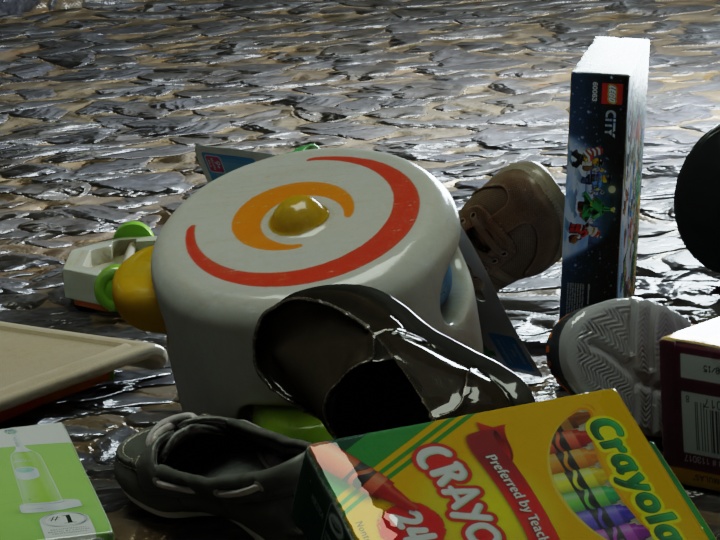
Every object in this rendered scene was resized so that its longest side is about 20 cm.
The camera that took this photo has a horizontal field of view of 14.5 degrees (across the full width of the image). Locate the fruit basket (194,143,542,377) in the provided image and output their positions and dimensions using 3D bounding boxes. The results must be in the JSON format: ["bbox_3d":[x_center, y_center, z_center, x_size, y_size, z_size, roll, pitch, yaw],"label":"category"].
[{"bbox_3d":[0.000,0.000,1.794,0.200,0.185,0.094,15,56,41],"label":"fruit basket"}]

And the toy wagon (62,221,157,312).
[{"bbox_3d":[-0.115,-0.003,2.066,0.200,0.040,0.155,-2,14,1],"label":"toy wagon"}]

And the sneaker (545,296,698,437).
[{"bbox_3d":[0.154,0.060,1.650,0.112,0.078,0.200,0,-9,45],"label":"sneaker"}]

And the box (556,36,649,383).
[{"bbox_3d":[0.155,-0.040,1.801,0.038,0.200,0.137,5,15,11],"label":"box"}]

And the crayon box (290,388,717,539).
[{"bbox_3d":[0.083,0.125,1.338,0.200,0.051,0.127,-9,46,-23],"label":"crayon box"}]

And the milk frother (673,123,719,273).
[{"bbox_3d":[0.337,-0.079,1.932,0.180,0.200,0.188,-5,13,-23],"label":"milk frother"}]

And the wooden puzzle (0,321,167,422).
[{"bbox_3d":[-0.254,0.067,1.824,0.185,0.037,0.200,7,12,38],"label":"wooden puzzle"}]

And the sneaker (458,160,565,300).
[{"bbox_3d":[0.073,-0.005,1.869,0.076,0.070,0.200,-36,-5,-29],"label":"sneaker"}]

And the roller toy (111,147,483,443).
[{"bbox_3d":[-0.027,0.017,1.645,0.182,0.140,0.200,-31,37,-28],"label":"roller toy"}]

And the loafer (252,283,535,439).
[{"bbox_3d":[0.004,0.055,1.463,0.071,0.073,0.200,-7,17,-40],"label":"loafer"}]

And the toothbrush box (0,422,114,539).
[{"bbox_3d":[-0.199,0.144,1.366,0.145,0.086,0.200,-7,15,-12],"label":"toothbrush box"}]

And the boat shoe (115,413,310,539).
[{"bbox_3d":[-0.072,0.102,1.516,0.067,0.057,0.200,-35,28,-27],"label":"boat shoe"}]

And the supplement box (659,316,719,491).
[{"bbox_3d":[0.273,0.063,1.592,0.110,0.086,0.200,9,18,43],"label":"supplement box"}]
